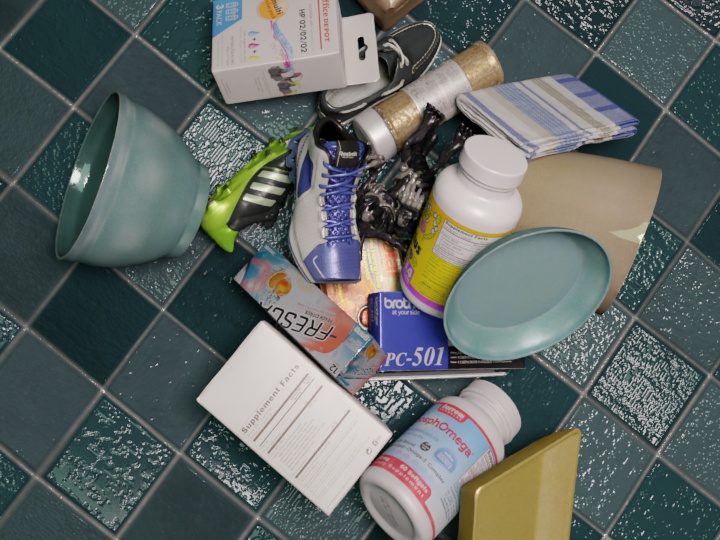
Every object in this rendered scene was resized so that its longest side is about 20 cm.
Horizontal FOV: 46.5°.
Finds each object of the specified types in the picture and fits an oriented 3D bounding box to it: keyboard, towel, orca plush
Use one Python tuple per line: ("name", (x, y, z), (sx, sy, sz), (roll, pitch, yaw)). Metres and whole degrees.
("keyboard", (0.080, 0.133, 1.045), (0.196, 0.056, 0.011), (-2, 88, -5))
("towel", (0.232, -0.194, 1.042), (0.197, 0.024, 0.147), (-17, 46, -28))
("orca plush", (0.105, -0.074, 1.061), (0.103, 0.071, 0.204), (-5, 85, -5))

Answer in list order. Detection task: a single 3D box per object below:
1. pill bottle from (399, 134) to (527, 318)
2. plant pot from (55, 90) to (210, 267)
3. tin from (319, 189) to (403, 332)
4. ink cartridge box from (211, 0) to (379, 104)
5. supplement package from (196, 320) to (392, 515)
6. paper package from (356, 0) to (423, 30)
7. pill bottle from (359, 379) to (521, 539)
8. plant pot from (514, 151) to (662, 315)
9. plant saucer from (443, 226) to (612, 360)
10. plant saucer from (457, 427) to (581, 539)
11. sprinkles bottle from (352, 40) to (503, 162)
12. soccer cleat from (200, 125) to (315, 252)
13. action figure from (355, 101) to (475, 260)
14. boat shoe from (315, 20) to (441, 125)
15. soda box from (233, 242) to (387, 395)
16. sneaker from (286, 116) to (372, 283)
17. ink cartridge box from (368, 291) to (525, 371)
("pill bottle", (0.118, -0.049, 0.949), (0.102, 0.202, 0.105), (12, 39, -10))
("plant pot", (-0.259, -0.090, 0.987), (0.133, 0.199, 0.204), (19, 82, -28))
("tin", (0.000, 0.000, 1.063), (0.110, 0.042, 0.204), (-10, 85, -2))
("ink cartridge box", (-0.080, -0.284, 1.036), (0.196, 0.068, 0.117), (-7, 64, 5))
("supplement package", (-0.077, 0.169, 0.996), (0.199, 0.121, 0.120), (41, 85, 1))
("paper package", (0.038, -0.448, 1.079), (0.190, 0.103, 0.201), (-41, 89, -8))
("pill bottle", (0.099, 0.221, 0.990), (0.199, 0.109, 0.109), (-38, 88, -31))
("plant pot", (0.237, -0.070, 1.030), (0.197, 0.187, 0.190), (21, 83, 8))
("plant saucer", (0.182, 0.021, 0.936), (0.197, 0.202, 0.036), (-13, 46, -6))
("plant saucer", (0.176, 0.296, 0.980), (0.198, 0.048, 0.204), (-16, 115, -41))
("sprinkles bottle", (0.087, -0.216, 1.076), (0.198, 0.068, 0.069), (-33, 88, -7))
("soccer cleat", (-0.116, -0.106, 1.056), (0.199, 0.067, 0.082), (-41, 118, -15))
("action figure", (0.043, -0.107, 1.005), (0.119, 0.102, 0.201), (40, 91, 20))
("boat shoe", (0.029, -0.258, 1.079), (0.200, 0.060, 0.076), (-43, 88, -8))
("soda box", (-0.061, 0.055, 0.993), (0.064, 0.069, 0.199), (-46, 59, -7))
("sneaker", (-0.035, -0.091, 0.963), (0.079, 0.115, 0.203), (-3, 73, -23))
("ink cartridge box", (0.108, 0.075, 1.036), (0.197, 0.044, 0.096), (1, 85, -19))
